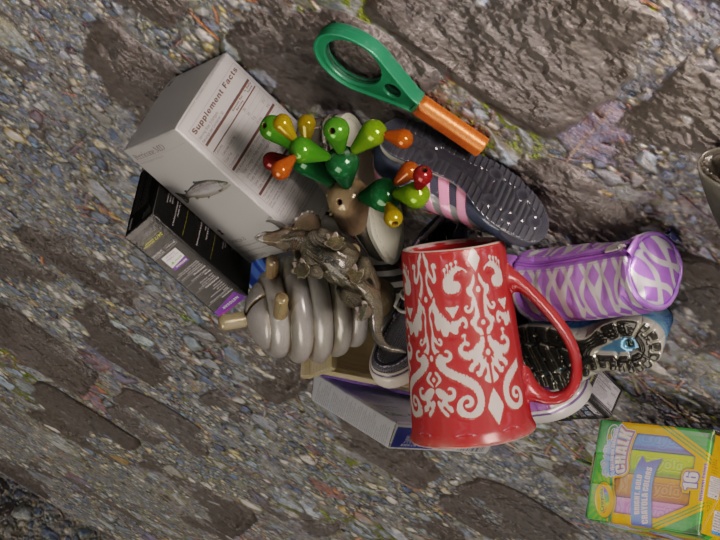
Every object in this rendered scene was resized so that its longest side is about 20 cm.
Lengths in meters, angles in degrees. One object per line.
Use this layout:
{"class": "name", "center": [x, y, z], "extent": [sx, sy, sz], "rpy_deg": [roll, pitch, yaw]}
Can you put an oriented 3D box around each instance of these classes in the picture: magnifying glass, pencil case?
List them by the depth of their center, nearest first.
{"class": "magnifying glass", "center": [0.041, -0.179, 1.535], "extent": [0.199, 0.022, 0.080], "rpy_deg": [35, 152, -7]}
{"class": "pencil case", "center": [0.238, 0.008, 1.587], "extent": [0.085, 0.084, 0.199], "rpy_deg": [32, 155, -27]}

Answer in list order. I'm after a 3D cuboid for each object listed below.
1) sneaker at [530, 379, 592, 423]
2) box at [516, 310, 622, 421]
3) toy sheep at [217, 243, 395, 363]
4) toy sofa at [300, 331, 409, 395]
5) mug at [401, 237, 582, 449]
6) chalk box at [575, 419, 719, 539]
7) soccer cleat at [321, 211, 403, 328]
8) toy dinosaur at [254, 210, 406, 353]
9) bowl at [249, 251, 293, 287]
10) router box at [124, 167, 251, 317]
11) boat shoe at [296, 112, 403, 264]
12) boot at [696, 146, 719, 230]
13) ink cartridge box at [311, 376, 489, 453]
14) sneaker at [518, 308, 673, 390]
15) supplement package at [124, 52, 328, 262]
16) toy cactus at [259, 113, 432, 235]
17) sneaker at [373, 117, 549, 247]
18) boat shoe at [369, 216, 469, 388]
{"class": "sneaker", "center": [0.161, 0.111, 1.762], "extent": [0.200, 0.073, 0.115], "rpy_deg": [4, 140, 40]}
{"class": "box", "center": [0.192, 0.106, 1.848], "extent": [0.200, 0.044, 0.160], "rpy_deg": [43, 151, -24]}
{"class": "toy sheep", "center": [-0.058, 0.039, 1.695], "extent": [0.198, 0.139, 0.138], "rpy_deg": [-4, 154, -10]}
{"class": "toy sofa", "center": [0.018, 0.106, 1.889], "extent": [0.199, 0.083, 0.097], "rpy_deg": [14, 159, -33]}
{"class": "mug", "center": [0.126, 0.068, 1.606], "extent": [0.176, 0.202, 0.133], "rpy_deg": [-9, -174, -18]}
{"class": "chalk box", "center": [0.348, 0.250, 1.817], "extent": [0.199, 0.125, 0.124], "rpy_deg": [0, 165, 42]}
{"class": "soccer cleat", "center": [0.000, 0.000, 1.777], "extent": [0.068, 0.086, 0.200], "rpy_deg": [5, 155, 36]}
{"class": "toy dinosaur", "center": [-0.015, 0.000, 1.596], "extent": [0.200, 0.077, 0.102], "rpy_deg": [36, -167, -1]}
{"class": "bowl", "center": [-0.062, 0.007, 1.928], "extent": [0.200, 0.040, 0.201], "rpy_deg": [23, 153, 13]}
{"class": "router box", "center": [-0.189, -0.061, 1.770], "extent": [0.051, 0.201, 0.149], "rpy_deg": [-36, 117, 24]}
{"class": "boat shoe", "center": [-0.008, -0.087, 1.675], "extent": [0.060, 0.072, 0.202], "rpy_deg": [-1, 135, 28]}
{"class": "boot", "center": [0.401, -0.023, 1.413], "extent": [0.181, 0.073, 0.201], "rpy_deg": [13, 142, 25]}
{"class": "ink cartridge box", "center": [0.038, 0.171, 1.947], "extent": [0.196, 0.044, 0.199], "rpy_deg": [9, -167, -46]}
{"class": "sneaker", "center": [0.253, 0.074, 1.675], "extent": [0.199, 0.090, 0.079], "rpy_deg": [-7, 110, 39]}
{"class": "supplement package", "center": [-0.135, -0.120, 1.693], "extent": [0.200, 0.118, 0.117], "rpy_deg": [42, 150, -24]}
{"class": "toy cactus", "center": [-0.016, -0.087, 1.561], "extent": [0.199, 0.103, 0.165], "rpy_deg": [15, 149, 16]}
{"class": "sneaker", "center": [0.101, -0.079, 1.591], "extent": [0.199, 0.070, 0.082], "rpy_deg": [35, 148, 8]}
{"class": "boat shoe", "center": [0.062, 0.027, 1.677], "extent": [0.074, 0.200, 0.093], "rpy_deg": [12, 141, 32]}
